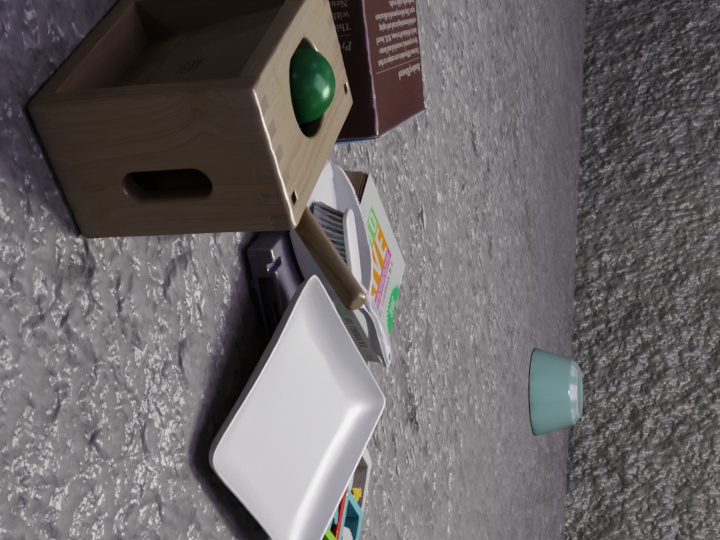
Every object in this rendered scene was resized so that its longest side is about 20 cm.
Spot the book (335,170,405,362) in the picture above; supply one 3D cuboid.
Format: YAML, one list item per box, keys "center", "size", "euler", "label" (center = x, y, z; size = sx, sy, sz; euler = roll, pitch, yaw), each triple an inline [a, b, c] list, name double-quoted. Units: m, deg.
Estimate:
- center: [0.000, 0.000, 1.214]
  size: [0.201, 0.047, 0.135]
  euler: [62, 36, -57]
  label: "book"

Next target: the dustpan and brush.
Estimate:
- center: [-0.010, 0.006, 1.048]
  size: [0.140, 0.056, 0.203]
  euler: [-59, 143, -58]
  label: "dustpan and brush"

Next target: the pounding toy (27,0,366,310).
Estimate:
- center: [-0.084, -0.086, 0.709]
  size: [0.185, 0.197, 0.144]
  euler: [-69, 152, -48]
  label: "pounding toy"

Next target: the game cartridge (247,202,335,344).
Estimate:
- center: [-0.059, 0.045, 1.040]
  size: [0.130, 0.038, 0.203]
  euler: [-63, 147, -62]
  label: "game cartridge"

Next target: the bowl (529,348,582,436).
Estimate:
- center: [0.455, 0.280, 2.472]
  size: [0.200, 0.103, 0.205]
  euler: [-2, 90, -72]
  label: "bowl"

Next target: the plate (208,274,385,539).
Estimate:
- center: [-0.057, 0.140, 0.971]
  size: [0.202, 0.032, 0.201]
  euler: [-62, 143, -32]
  label: "plate"

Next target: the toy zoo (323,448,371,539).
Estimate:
- center: [-0.023, 0.240, 1.151]
  size: [0.132, 0.020, 0.202]
  euler: [65, 29, -51]
  label: "toy zoo"

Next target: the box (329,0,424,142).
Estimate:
- center: [-0.050, -0.213, 0.874]
  size: [0.164, 0.163, 0.203]
  euler: [-44, 130, -67]
  label: "box"

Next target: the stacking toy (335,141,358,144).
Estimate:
- center: [-0.016, -0.175, 1.110]
  size: [0.200, 0.108, 0.118]
  euler: [20, 67, -82]
  label: "stacking toy"
